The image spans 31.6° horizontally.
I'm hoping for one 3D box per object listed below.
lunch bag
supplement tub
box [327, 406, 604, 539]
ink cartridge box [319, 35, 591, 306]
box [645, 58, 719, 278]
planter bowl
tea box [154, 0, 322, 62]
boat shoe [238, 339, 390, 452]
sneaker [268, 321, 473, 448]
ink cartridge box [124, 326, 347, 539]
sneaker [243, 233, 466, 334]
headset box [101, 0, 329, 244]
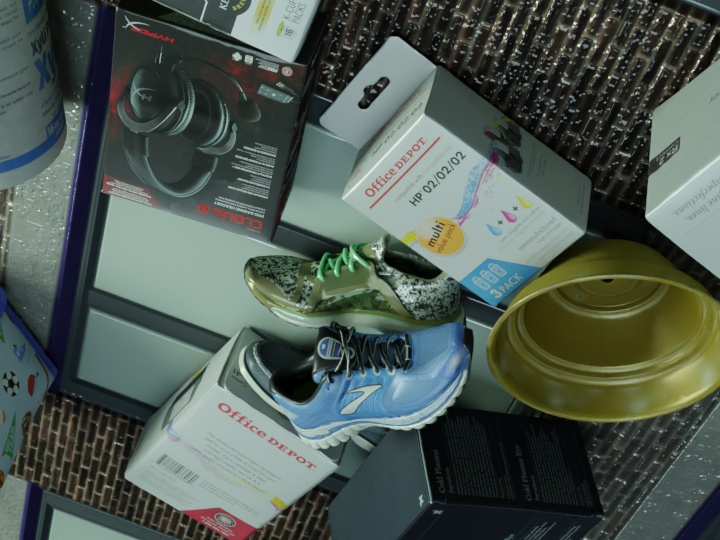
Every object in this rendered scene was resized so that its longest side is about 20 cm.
[{"bbox_3d":[-0.398,0.097,1.215,0.122,0.171,0.201,-12,126,22],"label":"lunch bag"},{"bbox_3d":[-0.299,-0.173,0.966,0.130,0.133,0.202,10,134,8],"label":"supplement tub"},{"bbox_3d":[0.092,0.226,1.190,0.180,0.105,0.201,9,138,-25],"label":"box"},{"bbox_3d":[0.067,-0.074,0.988,0.199,0.068,0.115,34,132,-14],"label":"ink cartridge box"},{"bbox_3d":[0.333,-0.073,0.866,0.199,0.132,0.199,35,131,-16],"label":"box"},{"bbox_3d":[0.201,0.035,1.025,0.197,0.084,0.202,3,141,3],"label":"planter bowl"},{"bbox_3d":[-0.084,-0.278,0.803,0.195,0.135,0.201,24,134,-6],"label":"tea box"},{"bbox_3d":[-0.018,0.114,1.182,0.199,0.075,0.062,33,134,-15],"label":"boat shoe"},{"bbox_3d":[0.005,0.086,1.051,0.198,0.079,0.089,-24,130,29],"label":"sneaker"},{"bbox_3d":[-0.119,0.168,1.254,0.147,0.086,0.200,35,130,-15],"label":"ink cartridge box"},{"bbox_3d":[0.000,0.000,1.085,0.197,0.077,0.090,10,124,-1],"label":"sneaker"},{"bbox_3d":[-0.118,-0.120,0.997,0.147,0.078,0.201,17,132,1],"label":"headset box"}]
